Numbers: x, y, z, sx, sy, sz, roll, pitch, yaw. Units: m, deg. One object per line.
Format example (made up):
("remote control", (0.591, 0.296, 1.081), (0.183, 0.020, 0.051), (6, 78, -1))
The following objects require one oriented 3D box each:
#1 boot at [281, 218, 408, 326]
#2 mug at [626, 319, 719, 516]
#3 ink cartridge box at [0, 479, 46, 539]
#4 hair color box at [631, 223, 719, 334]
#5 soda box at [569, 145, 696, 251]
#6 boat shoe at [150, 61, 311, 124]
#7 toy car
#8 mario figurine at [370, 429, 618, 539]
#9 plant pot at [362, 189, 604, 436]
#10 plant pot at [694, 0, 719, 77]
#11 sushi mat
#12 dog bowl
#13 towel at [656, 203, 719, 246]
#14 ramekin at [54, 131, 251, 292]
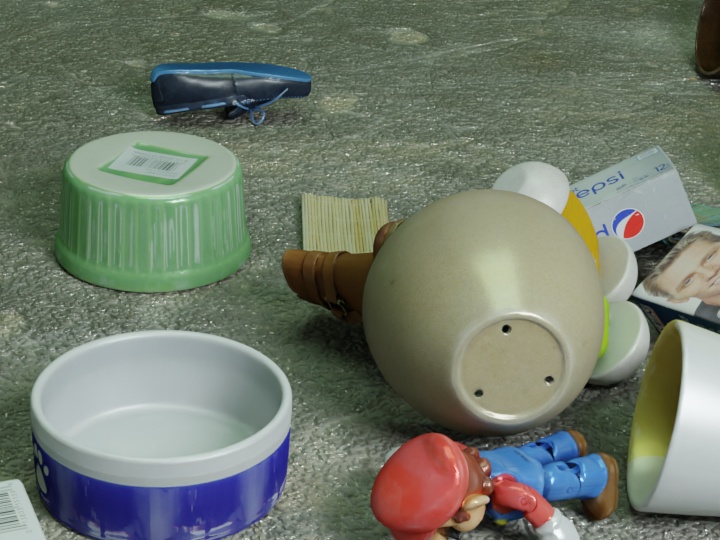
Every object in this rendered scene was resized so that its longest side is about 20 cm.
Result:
("boot", (0.000, 0.000, 1.383), (0.155, 0.200, 0.077), (22, 74, 25))
("mug", (0.303, 0.112, 1.219), (0.153, 0.150, 0.187), (12, 56, -1))
("ink cartridge box", (-0.288, 0.222, 1.040), (0.173, 0.044, 0.200), (-9, 29, -22))
("hair color box", (0.342, 0.025, 1.398), (0.100, 0.061, 0.200), (-46, 24, -11))
("soda box", (0.221, -0.044, 1.530), (0.199, 0.068, 0.063), (-25, 26, 5))
("boat shoe", (-0.161, -0.222, 1.943), (0.199, 0.069, 0.084), (1, 17, -7))
("toy car", (0.159, 0.017, 1.409), (0.150, 0.175, 0.200), (-30, 36, 25))
("mario figurine", (0.093, 0.175, 1.179), (0.199, 0.106, 0.123), (-1, -12, -33))
("plant pot", (0.107, 0.051, 1.232), (0.199, 0.201, 0.135), (0, 19, -7))
("plant pot", (0.598, -0.337, 2.175), (0.199, 0.187, 0.187), (14, 24, -11))
("sushi mat", (-0.014, -0.037, 1.639), (0.095, 0.012, 0.200), (1, 26, -3))
("dog bowl", (-0.154, 0.127, 1.212), (0.199, 0.079, 0.200), (3, 25, -1))
("towel", (0.328, -0.052, 1.640), (0.146, 0.022, 0.200), (-6, 10, -21))
("ramekin", (-0.209, -0.066, 1.575), (0.199, 0.098, 0.200), (3, 26, -1))
